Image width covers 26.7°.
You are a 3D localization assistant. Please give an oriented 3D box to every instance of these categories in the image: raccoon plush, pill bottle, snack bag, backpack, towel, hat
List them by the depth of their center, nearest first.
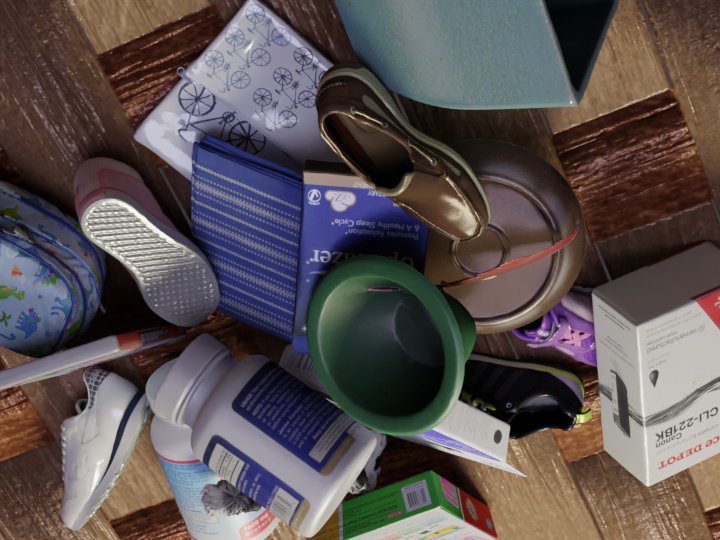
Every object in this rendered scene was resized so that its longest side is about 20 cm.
[{"bbox_3d":[0.077,0.047,1.405,0.198,0.175,0.168,7,109,36],"label":"hat"},{"bbox_3d":[-0.097,-0.137,1.455,0.188,0.021,0.200,39,116,-20],"label":"snack bag"},{"bbox_3d":[-0.095,0.153,1.470,0.199,0.120,0.120,35,120,8],"label":"pill bottle"},{"bbox_3d":[-0.102,-0.027,1.480,0.144,0.024,0.201,23,132,18],"label":"towel"},{"bbox_3d":[-0.348,-0.002,1.491,0.199,0.154,0.164,22,113,-25],"label":"backpack"},{"bbox_3d":[-0.066,0.206,1.593,0.198,0.098,0.134,-11,162,1],"label":"raccoon plush"},{"bbox_3d":[-0.158,0.193,1.611,0.108,0.109,0.202,-11,122,9],"label":"pill bottle"}]

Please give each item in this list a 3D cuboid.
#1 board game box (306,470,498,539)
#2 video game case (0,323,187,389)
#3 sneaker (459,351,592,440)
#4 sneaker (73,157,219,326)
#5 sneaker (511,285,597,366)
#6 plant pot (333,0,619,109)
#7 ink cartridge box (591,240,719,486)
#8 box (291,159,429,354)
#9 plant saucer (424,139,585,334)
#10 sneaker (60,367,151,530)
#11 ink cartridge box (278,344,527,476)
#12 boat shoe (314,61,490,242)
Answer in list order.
[{"bbox_3d":[0.046,0.278,1.633,0.152,0.041,0.200,-22,154,14],"label":"board game box"},{"bbox_3d":[-0.268,0.084,1.507,0.142,0.200,0.018,-18,88,12],"label":"video game case"},{"bbox_3d":[0.139,0.133,1.575,0.198,0.083,0.072,-2,122,8],"label":"sneaker"},{"bbox_3d":[-0.211,-0.035,1.491,0.075,0.105,0.200,-35,132,6],"label":"sneaker"},{"bbox_3d":[0.193,0.048,1.521,0.199,0.089,0.081,33,116,-19],"label":"sneaker"},{"bbox_3d":[0.085,-0.255,1.284,0.198,0.196,0.198,-6,124,28],"label":"plant pot"},{"bbox_3d":[0.316,0.094,1.517,0.143,0.084,0.202,-21,124,-18],"label":"ink cartridge box"},{"bbox_3d":[0.000,0.000,1.411,0.120,0.032,0.202,4,117,-1],"label":"box"},{"bbox_3d":[0.112,-0.024,1.426,0.198,0.032,0.202,3,115,6],"label":"plant saucer"},{"bbox_3d":[-0.291,0.193,1.647,0.080,0.077,0.201,27,115,-1],"label":"sneaker"},{"bbox_3d":[0.047,0.141,1.527,0.197,0.044,0.199,12,165,44],"label":"ink cartridge box"},{"bbox_3d":[0.033,-0.084,1.301,0.202,0.075,0.075,40,125,-21],"label":"boat shoe"}]
